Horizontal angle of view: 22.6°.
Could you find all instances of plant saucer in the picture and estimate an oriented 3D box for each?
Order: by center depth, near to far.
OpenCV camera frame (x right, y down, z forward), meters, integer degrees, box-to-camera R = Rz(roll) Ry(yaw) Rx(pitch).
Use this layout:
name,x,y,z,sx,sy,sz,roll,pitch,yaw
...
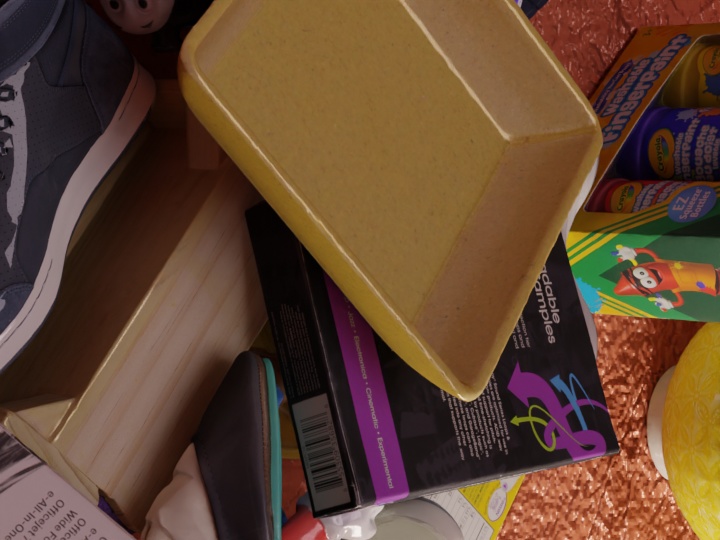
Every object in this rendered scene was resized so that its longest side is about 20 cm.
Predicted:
name,x,y,z,sx,sy,sz,roll,pitch,yaw
plant saucer,0.011,-0.071,0.807,0.200,0.048,0.200,50,45,-20

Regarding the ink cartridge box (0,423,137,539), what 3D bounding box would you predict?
name,x,y,z,sx,sy,sz,roll,pitch,yaw
ink cartridge box,-0.165,0.109,0.650,0.200,0.145,0.084,39,56,6

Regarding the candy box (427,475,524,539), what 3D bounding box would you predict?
name,x,y,z,sx,sy,sz,roll,pitch,yaw
candy box,0.061,0.092,1.035,0.102,0.026,0.201,47,58,-32

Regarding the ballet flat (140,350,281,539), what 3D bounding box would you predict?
name,x,y,z,sx,sy,sz,roll,pitch,yaw
ballet flat,-0.056,0.132,0.755,0.073,0.073,0.201,9,64,-46

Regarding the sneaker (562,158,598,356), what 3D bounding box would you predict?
name,x,y,z,sx,sy,sz,roll,pitch,yaw
sneaker,0.083,-0.005,0.997,0.080,0.070,0.202,15,71,-44

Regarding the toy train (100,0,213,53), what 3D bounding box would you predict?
name,x,y,z,sx,sy,sz,roll,pitch,yaw
toy train,-0.059,-0.169,0.851,0.200,0.086,0.115,-25,112,-52

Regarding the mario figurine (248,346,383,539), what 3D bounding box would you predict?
name,x,y,z,sx,sy,sz,roll,pitch,yaw
mario figurine,-0.055,0.145,0.848,0.105,0.123,0.202,6,71,-20

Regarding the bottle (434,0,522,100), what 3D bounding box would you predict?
name,x,y,z,sx,sy,sz,roll,pitch,yaw
bottle,0.056,-0.172,0.948,0.065,0.083,0.201,23,68,-20

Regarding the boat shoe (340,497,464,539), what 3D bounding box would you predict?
name,x,y,z,sx,sy,sz,roll,pitch,yaw
boat shoe,0.014,0.170,0.915,0.072,0.070,0.202,-57,168,-45

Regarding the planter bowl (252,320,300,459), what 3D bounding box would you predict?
name,x,y,z,sx,sy,sz,roll,pitch,yaw
planter bowl,0.000,0.000,0.929,0.200,0.083,0.202,-2,93,-47

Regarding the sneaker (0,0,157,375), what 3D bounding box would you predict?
name,x,y,z,sx,sy,sz,roll,pitch,yaw
sneaker,-0.172,-0.057,0.742,0.146,0.076,0.203,58,42,-44

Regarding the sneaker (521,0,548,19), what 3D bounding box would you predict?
name,x,y,z,sx,sy,sz,roll,pitch,yaw
sneaker,0.091,-0.220,1.034,0.201,0.082,0.074,-61,158,-3

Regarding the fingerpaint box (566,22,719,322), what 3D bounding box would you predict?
name,x,y,z,sx,sy,sz,roll,pitch,yaw
fingerpaint box,0.205,-0.065,1.081,0.200,0.166,0.074,-52,127,-31

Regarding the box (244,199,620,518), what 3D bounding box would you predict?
name,x,y,z,sx,sy,sz,roll,pitch,yaw
box,0.040,0.032,0.858,0.199,0.036,0.144,-3,76,-46

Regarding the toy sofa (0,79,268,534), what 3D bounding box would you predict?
name,x,y,z,sx,sy,sz,roll,pitch,yaw
toy sofa,-0.105,0.016,0.816,0.098,0.082,0.201,49,59,-37

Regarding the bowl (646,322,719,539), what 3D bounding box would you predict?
name,x,y,z,sx,sy,sz,roll,pitch,yaw
bowl,0.252,0.103,1.177,0.199,0.107,0.202,-2,93,-46
